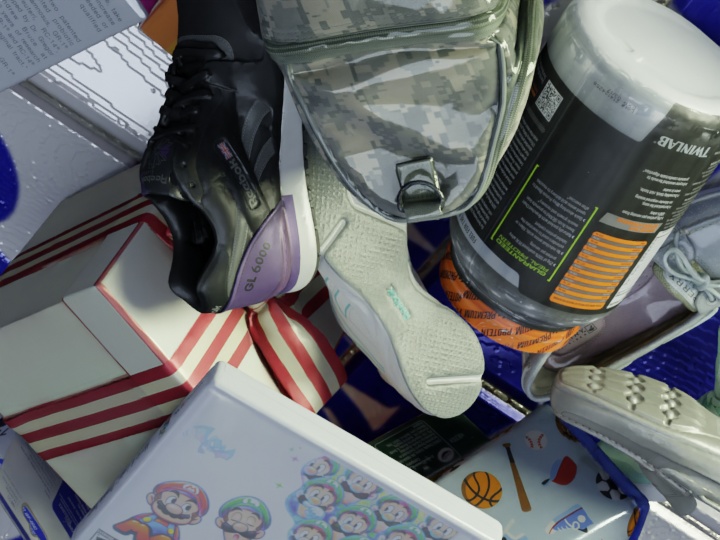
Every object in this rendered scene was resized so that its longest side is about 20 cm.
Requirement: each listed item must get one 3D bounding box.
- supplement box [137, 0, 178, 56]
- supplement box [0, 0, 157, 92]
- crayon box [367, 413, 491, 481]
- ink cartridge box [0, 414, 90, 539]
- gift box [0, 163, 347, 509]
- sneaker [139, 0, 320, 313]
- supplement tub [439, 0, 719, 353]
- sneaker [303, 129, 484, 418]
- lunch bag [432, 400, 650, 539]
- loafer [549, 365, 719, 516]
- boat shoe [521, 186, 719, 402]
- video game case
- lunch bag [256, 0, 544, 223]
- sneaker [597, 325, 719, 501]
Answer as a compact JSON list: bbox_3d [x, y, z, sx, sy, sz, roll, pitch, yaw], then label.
[{"bbox_3d":[-0.034,-0.115,0.952,0.200,0.067,0.069,38,122,-15],"label":"supplement box"},{"bbox_3d":[-0.219,-0.171,0.926,0.199,0.101,0.104,-22,118,24],"label":"supplement box"},{"bbox_3d":[0.011,0.200,1.121,0.051,0.127,0.201,40,131,26],"label":"crayon box"},{"bbox_3d":[-0.207,0.119,1.060,0.039,0.201,0.100,-14,119,18],"label":"ink cartridge box"},{"bbox_3d":[-0.120,0.018,0.993,0.186,0.201,0.185,-19,124,39],"label":"gift box"},{"bbox_3d":[-0.081,-0.075,0.857,0.075,0.087,0.202,0,105,48],"label":"sneaker"},{"bbox_3d":[0.131,-0.053,0.929,0.122,0.123,0.201,25,125,-7],"label":"supplement tub"},{"bbox_3d":[0.000,0.000,0.946,0.080,0.070,0.201,8,127,61],"label":"sneaker"},{"bbox_3d":[0.094,0.214,1.074,0.124,0.169,0.201,50,155,26],"label":"lunch bag"},{"bbox_3d":[0.207,0.122,0.983,0.199,0.070,0.070,25,113,6],"label":"loafer"},{"bbox_3d":[0.185,0.018,1.002,0.201,0.065,0.074,-32,113,28],"label":"boat shoe"},{"bbox_3d":[-0.047,0.159,0.932,0.199,0.024,0.182,32,126,-15],"label":"video game case"},{"bbox_3d":[0.031,-0.136,0.848,0.138,0.200,0.169,-5,117,11],"label":"lunch bag"},{"bbox_3d":[0.233,0.083,1.040,0.199,0.074,0.119,-13,108,26],"label":"sneaker"}]
